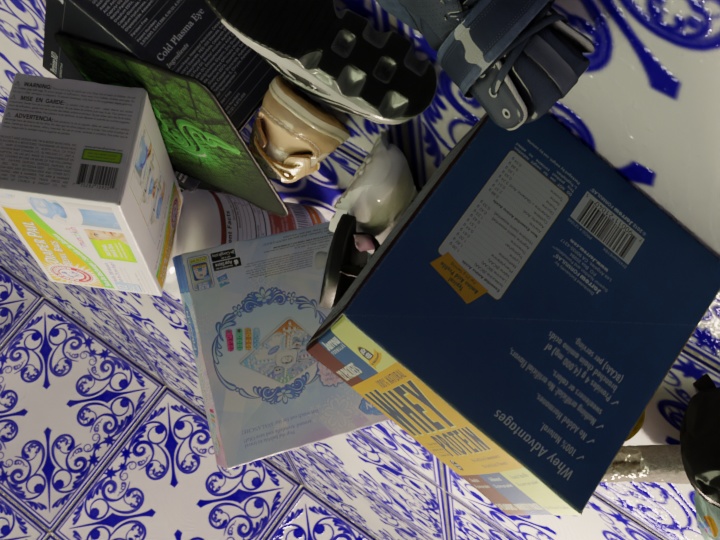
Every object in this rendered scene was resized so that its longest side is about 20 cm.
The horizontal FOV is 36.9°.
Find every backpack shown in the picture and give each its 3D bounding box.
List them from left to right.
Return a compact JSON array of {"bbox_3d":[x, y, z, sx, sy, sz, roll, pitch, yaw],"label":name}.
[{"bbox_3d":[0.331,0.179,0.801,0.166,0.127,0.200,14,153,46],"label":"backpack"}]

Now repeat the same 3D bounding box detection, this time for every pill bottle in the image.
[{"bbox_3d":[-0.137,-0.022,1.099,0.198,0.114,0.112,6,-179,-33],"label":"pill bottle"}]

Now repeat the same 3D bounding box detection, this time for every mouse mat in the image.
[{"bbox_3d":[-0.154,-0.118,0.880,0.199,0.008,0.161,25,158,37],"label":"mouse mat"}]

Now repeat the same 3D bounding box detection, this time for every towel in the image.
[{"bbox_3d":[0.259,0.174,0.964,0.131,0.035,0.200,2,169,-15],"label":"towel"}]

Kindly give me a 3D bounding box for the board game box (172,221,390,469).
[{"bbox_3d":[-0.062,0.063,1.032,0.043,0.198,0.202,-10,92,67],"label":"board game box"}]

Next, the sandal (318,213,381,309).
[{"bbox_3d":[0.000,-0.001,0.892,0.047,0.076,0.200,12,177,6],"label":"sandal"}]

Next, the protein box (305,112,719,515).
[{"bbox_3d":[0.104,0.028,0.750,0.198,0.201,0.135,39,162,-2],"label":"protein box"}]

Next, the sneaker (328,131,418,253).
[{"bbox_3d":[0.025,-0.055,0.920,0.080,0.077,0.200,37,173,4],"label":"sneaker"}]

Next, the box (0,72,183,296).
[{"bbox_3d":[-0.225,-0.065,0.912,0.111,0.103,0.200,7,158,3],"label":"box"}]

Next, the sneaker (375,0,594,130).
[{"bbox_3d":[0.066,-0.157,0.557,0.146,0.077,0.202,48,173,7],"label":"sneaker"}]

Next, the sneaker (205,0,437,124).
[{"bbox_3d":[-0.044,-0.166,0.775,0.199,0.074,0.088,37,167,-9],"label":"sneaker"}]

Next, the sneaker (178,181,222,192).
[{"bbox_3d":[-0.218,-0.127,1.179,0.199,0.080,0.076,34,163,19],"label":"sneaker"}]

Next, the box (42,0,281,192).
[{"bbox_3d":[-0.168,-0.184,0.925,0.182,0.105,0.200,39,162,-9],"label":"box"}]

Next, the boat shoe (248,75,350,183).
[{"bbox_3d":[-0.055,-0.103,0.866,0.073,0.069,0.200,38,-178,0],"label":"boat shoe"}]

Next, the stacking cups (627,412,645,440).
[{"bbox_3d":[0.194,0.071,0.925,0.060,0.061,0.201,21,152,42],"label":"stacking cups"}]
